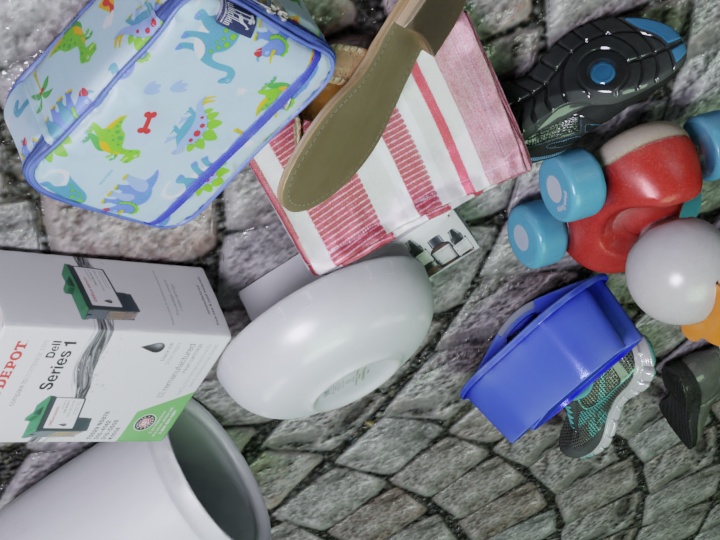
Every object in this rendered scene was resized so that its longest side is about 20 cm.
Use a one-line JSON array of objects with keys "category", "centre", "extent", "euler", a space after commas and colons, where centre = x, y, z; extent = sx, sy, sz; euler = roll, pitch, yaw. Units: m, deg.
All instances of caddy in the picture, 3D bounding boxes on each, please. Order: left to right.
[{"category": "caddy", "centre": [0.191, 0.084, 1.352], "extent": [0.200, 0.105, 0.141], "euler": [-45, 164, 23]}]

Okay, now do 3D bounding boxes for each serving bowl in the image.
[{"category": "serving bowl", "centre": [-0.019, 0.070, 1.111], "extent": [0.200, 0.066, 0.200], "euler": [-25, 159, -10]}]

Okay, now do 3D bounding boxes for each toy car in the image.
[{"category": "toy car", "centre": [0.264, -0.013, 1.164], "extent": [0.184, 0.200, 0.177], "euler": [-15, 158, -21]}]

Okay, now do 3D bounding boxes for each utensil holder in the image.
[{"category": "utensil holder", "centre": [-0.212, 0.235, 1.218], "extent": [0.200, 0.170, 0.170], "euler": [-31, 146, 11]}]

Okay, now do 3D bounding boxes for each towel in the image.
[{"category": "towel", "centre": [0.020, -0.095, 1.013], "extent": [0.200, 0.023, 0.144], "euler": [-27, 115, 2]}]

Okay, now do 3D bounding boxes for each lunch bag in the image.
[{"category": "lunch bag", "centre": [-0.125, -0.121, 0.888], "extent": [0.200, 0.082, 0.161], "euler": [-41, 146, 20]}]

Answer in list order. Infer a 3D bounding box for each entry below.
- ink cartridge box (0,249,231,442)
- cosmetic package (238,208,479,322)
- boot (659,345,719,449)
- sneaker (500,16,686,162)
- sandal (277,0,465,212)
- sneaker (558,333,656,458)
[{"category": "ink cartridge box", "centre": [-0.230, 0.065, 1.053], "extent": [0.200, 0.084, 0.146], "euler": [4, 134, -39]}, {"category": "cosmetic package", "centre": [0.000, 0.000, 1.155], "extent": [0.200, 0.051, 0.083], "euler": [-33, 145, 7]}, {"category": "boot", "centre": [0.447, 0.144, 1.640], "extent": [0.131, 0.068, 0.200], "euler": [-30, 148, -7]}, {"category": "sneaker", "centre": [0.171, -0.142, 1.080], "extent": [0.200, 0.073, 0.082], "euler": [-23, 155, 9]}, {"category": "sandal", "centre": [-0.010, -0.142, 0.958], "extent": [0.212, 0.070, 0.078], "euler": [-53, 150, -3]}, {"category": "sneaker", "centre": [0.260, 0.143, 1.517], "extent": [0.091, 0.078, 0.200], "euler": [6, 132, -17]}]
